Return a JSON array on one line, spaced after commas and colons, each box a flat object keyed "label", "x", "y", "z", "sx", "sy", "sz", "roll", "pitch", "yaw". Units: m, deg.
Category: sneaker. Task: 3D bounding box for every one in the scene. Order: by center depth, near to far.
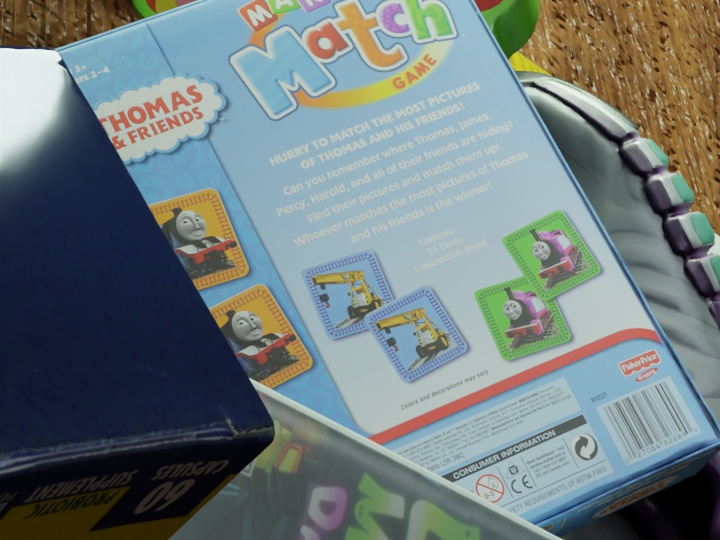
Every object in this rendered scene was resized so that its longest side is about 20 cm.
[{"label": "sneaker", "x": 0.086, "y": 0.019, "z": 0.841, "sx": 0.201, "sy": 0.074, "sz": 0.087, "roll": 54, "pitch": 36, "yaw": 9}]

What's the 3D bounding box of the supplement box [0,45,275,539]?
[{"label": "supplement box", "x": -0.135, "y": 0.053, "z": 0.543, "sx": 0.108, "sy": 0.200, "sz": 0.110, "roll": -4, "pitch": 57, "yaw": -53}]

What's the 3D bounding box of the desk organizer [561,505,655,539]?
[{"label": "desk organizer", "x": 0.050, "y": 0.101, "z": 0.847, "sx": 0.199, "sy": 0.077, "sz": 0.072, "roll": -8, "pitch": 60, "yaw": -55}]

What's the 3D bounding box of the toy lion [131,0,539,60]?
[{"label": "toy lion", "x": -0.022, "y": -0.132, "z": 0.885, "sx": 0.199, "sy": 0.193, "sz": 0.069, "roll": 20, "pitch": -18, "yaw": 23}]

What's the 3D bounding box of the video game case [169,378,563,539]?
[{"label": "video game case", "x": -0.023, "y": 0.142, "z": 0.651, "sx": 0.181, "sy": 0.023, "sz": 0.201, "roll": 29, "pitch": 69, "yaw": -30}]

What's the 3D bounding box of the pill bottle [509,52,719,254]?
[{"label": "pill bottle", "x": 0.048, "y": -0.027, "z": 0.963, "sx": 0.199, "sy": 0.111, "sz": 0.112, "roll": 32, "pitch": 33, "yaw": -24}]

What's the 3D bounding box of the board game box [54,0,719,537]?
[{"label": "board game box", "x": 0.000, "y": 0.000, "z": 0.764, "sx": 0.150, "sy": 0.037, "sz": 0.201, "roll": -21, "pitch": 72, "yaw": -21}]
